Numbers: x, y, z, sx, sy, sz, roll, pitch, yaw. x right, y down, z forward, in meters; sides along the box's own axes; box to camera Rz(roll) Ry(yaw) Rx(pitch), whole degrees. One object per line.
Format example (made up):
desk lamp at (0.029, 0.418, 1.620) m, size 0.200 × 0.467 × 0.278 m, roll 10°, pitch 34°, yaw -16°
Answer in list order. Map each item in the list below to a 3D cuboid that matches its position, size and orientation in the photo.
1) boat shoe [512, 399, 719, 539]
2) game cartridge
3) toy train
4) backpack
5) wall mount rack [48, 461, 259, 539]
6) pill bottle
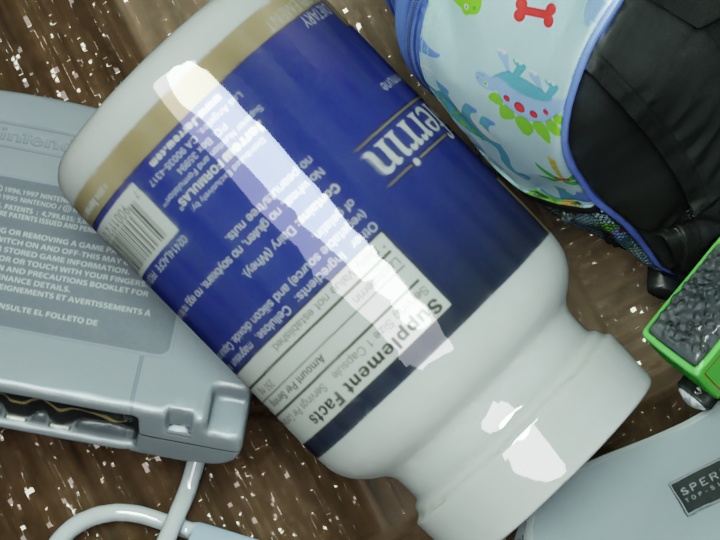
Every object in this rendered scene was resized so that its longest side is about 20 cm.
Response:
boat shoe at (0.143, 0.086, 0.900) m, size 0.199 × 0.068 × 0.074 m, roll -25°, pitch 74°, yaw -20°
game cartridge at (-0.131, -0.005, 0.911) m, size 0.200 × 0.040 × 0.134 m, roll 11°, pitch 59°, yaw -1°
toy train at (0.174, -0.035, 0.859) m, size 0.200 × 0.056 × 0.042 m, roll -51°, pitch 53°, yaw -1°
backpack at (0.095, -0.110, 0.847) m, size 0.147 × 0.200 × 0.183 m, roll 37°, pitch 93°, yaw 25°
wall mount rack at (-0.015, 0.098, 0.916) m, size 0.200 × 0.075 × 0.174 m, roll 17°, pitch 53°, yaw 5°
pill bottle at (0.000, 0.000, 0.848) m, size 0.116 × 0.116 × 0.200 m, roll -44°, pitch 90°, yaw 2°
